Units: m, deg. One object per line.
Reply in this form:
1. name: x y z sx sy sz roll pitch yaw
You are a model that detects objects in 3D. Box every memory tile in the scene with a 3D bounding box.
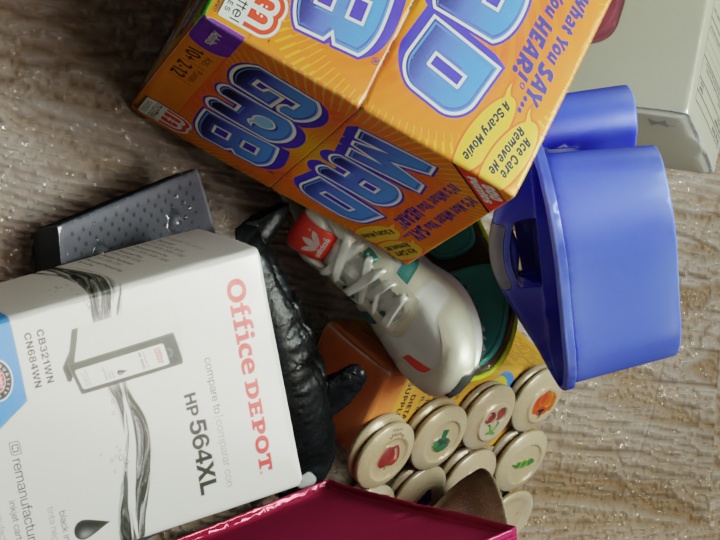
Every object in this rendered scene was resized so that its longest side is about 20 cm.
1. memory tile: 0.055 0.144 1.732 0.200 0.017 0.153 -16 132 -43

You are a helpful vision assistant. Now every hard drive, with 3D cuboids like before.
1. hard drive: -0.130 0.051 1.551 0.135 0.042 0.200 -26 111 -46

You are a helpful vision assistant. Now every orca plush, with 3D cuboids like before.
1. orca plush: -0.031 0.054 1.614 0.105 0.071 0.200 -80 165 -72

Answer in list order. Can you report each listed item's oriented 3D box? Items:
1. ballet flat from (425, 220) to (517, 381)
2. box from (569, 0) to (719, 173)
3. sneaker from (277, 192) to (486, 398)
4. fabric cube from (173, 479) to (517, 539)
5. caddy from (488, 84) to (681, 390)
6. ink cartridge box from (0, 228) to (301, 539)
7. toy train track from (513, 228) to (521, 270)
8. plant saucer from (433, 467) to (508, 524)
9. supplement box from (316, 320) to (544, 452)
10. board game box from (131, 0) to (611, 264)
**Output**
1. ballet flat: 0.067 0.011 1.718 0.067 0.067 0.200 71 4 -46
2. box: 0.213 -0.187 1.880 0.128 0.109 0.200 49 52 -66
3. sneaker: 0.000 -0.001 1.632 0.093 0.070 0.200 5 46 -42
4. fabric cube: -0.024 0.258 1.536 0.196 0.200 0.200 -19 105 -32
5. caddy: 0.131 -0.020 1.616 0.141 0.105 0.200 -107 -173 -50
6. ink cartridge box: -0.146 0.073 1.450 0.200 0.084 0.146 -17 105 -26
7. toy train track: 0.101 -0.056 1.755 0.200 0.032 0.115 108 -11 -54
8. plant saucer: 0.062 0.227 1.666 0.037 0.200 0.201 0 91 -10
9. supplement box: 0.048 0.076 1.734 0.200 0.069 0.067 0 121 -52
10. board game box: 0.014 -0.153 1.523 0.200 0.200 0.200 29 73 -10
